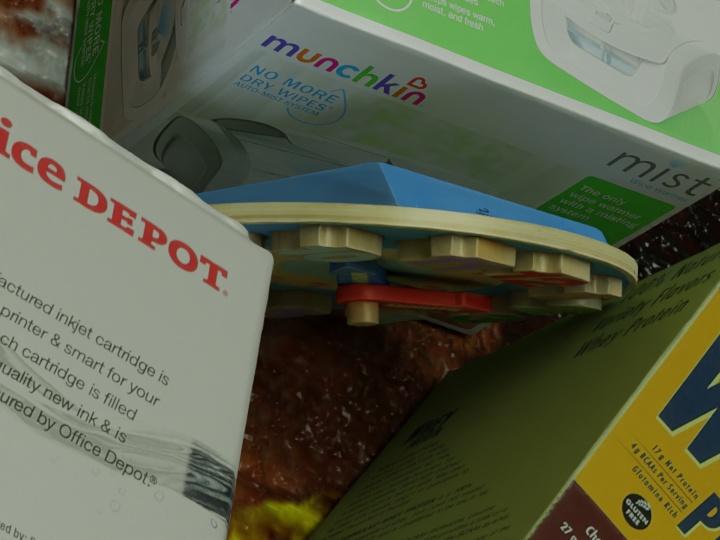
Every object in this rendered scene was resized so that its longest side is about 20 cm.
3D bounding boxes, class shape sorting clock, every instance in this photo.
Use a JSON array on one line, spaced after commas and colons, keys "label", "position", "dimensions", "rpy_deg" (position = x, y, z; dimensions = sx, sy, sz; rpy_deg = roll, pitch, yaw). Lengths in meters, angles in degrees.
[{"label": "shape sorting clock", "position": [0.000, 0.000, 1.012], "dimensions": [0.199, 0.200, 0.039], "rpy_deg": [8, 76, -33]}]

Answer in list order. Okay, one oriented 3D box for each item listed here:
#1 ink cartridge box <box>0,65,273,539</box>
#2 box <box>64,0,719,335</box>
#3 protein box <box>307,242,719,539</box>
[{"label": "ink cartridge box", "position": [-0.112, 0.054, 0.726], "dimensions": [0.144, 0.084, 0.201], "rpy_deg": [33, 47, -30]}, {"label": "box", "position": [0.015, -0.073, 1.067], "dimensions": [0.199, 0.176, 0.097], "rpy_deg": [19, 60, -29]}, {"label": "protein box", "position": [0.080, 0.118, 1.014], "dimensions": [0.135, 0.198, 0.200], "rpy_deg": [50, 50, -10]}]
